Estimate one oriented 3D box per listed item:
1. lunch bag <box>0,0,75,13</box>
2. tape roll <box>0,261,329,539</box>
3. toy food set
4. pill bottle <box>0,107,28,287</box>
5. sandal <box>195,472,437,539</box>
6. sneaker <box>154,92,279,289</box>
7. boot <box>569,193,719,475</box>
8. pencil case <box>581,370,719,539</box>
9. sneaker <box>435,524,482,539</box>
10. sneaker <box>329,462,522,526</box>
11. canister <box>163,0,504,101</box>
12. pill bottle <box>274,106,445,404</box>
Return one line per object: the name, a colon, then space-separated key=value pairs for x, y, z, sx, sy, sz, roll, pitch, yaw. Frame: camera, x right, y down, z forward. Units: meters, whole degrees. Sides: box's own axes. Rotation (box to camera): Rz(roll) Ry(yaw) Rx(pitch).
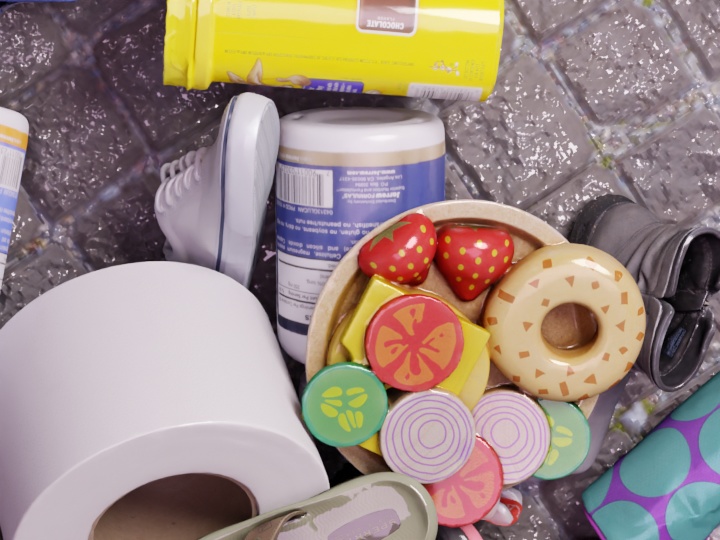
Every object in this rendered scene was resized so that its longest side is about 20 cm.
lunch bag: x=-0.253 y=-0.219 z=1.158 sx=0.199 sy=0.136 sz=0.133 roll=0 pitch=102 yaw=-2
tape roll: x=-0.133 y=0.112 z=1.193 sx=0.201 sy=0.140 sz=0.203 roll=-13 pitch=138 yaw=-12
toy food set: x=0.064 y=0.056 z=1.172 sx=0.199 sy=0.049 sz=0.199 roll=24 pitch=100 yaw=-15
pill bottle: x=-0.279 y=-0.009 z=1.195 sx=0.111 sy=0.112 sz=0.201 roll=11 pitch=88 yaw=-5
sandal: x=-0.048 y=0.180 z=1.131 sx=0.200 sy=0.057 sz=0.080 roll=-30 pitch=93 yaw=-1
sneaker: x=-0.094 y=-0.045 z=1.188 sx=0.070 sy=0.200 sz=0.073 roll=15 pitch=58 yaw=0
boot: x=0.168 y=0.056 z=1.235 sx=0.069 sy=0.132 sz=0.201 roll=4 pitch=104 yaw=-24
pencil case: x=0.248 y=0.124 z=1.284 sx=0.200 sy=0.085 sz=0.092 roll=-43 pitch=85 yaw=7
sneaker: x=0.111 y=0.215 z=1.274 sx=0.087 sy=0.074 sz=0.200 roll=-44 pitch=120 yaw=-13
sneaker: x=0.055 y=0.144 z=1.267 sx=0.199 sy=0.070 sz=0.094 roll=-36 pitch=94 yaw=22
canister: x=-0.019 y=-0.161 z=1.177 sx=0.199 sy=0.149 sz=0.087 roll=4 pitch=113 yaw=-6
pill bottle: x=0.000 y=0.000 z=1.232 sx=0.110 sy=0.111 sz=0.201 roll=-1 pitch=103 yaw=-2
